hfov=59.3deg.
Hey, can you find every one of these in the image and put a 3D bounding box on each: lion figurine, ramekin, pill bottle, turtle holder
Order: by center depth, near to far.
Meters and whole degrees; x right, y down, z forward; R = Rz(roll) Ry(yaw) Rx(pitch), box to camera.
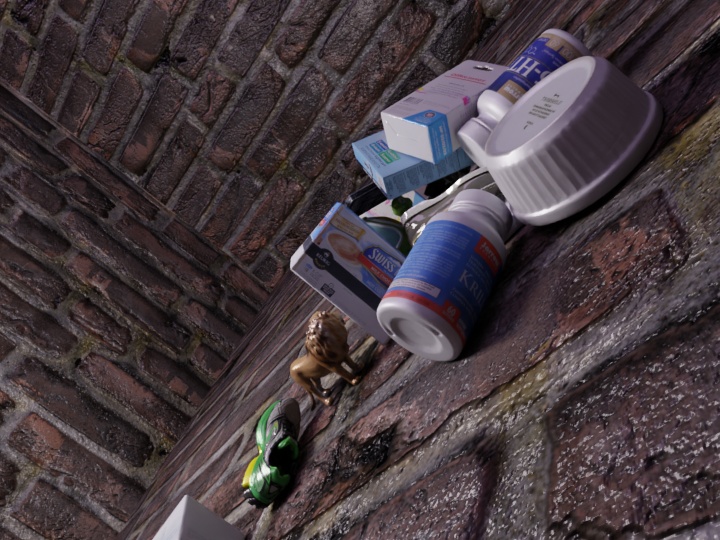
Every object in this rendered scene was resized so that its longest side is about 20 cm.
[{"bbox_3d":[0.234,-0.156,0.737,0.202,0.094,0.203,-44,16,16],"label":"ramekin"},{"bbox_3d":[0.111,-0.001,0.772,0.201,0.112,0.112,-58,11,-25],"label":"pill bottle"},{"bbox_3d":[0.242,-0.240,0.928,0.200,0.120,0.120,-45,10,1],"label":"pill bottle"},{"bbox_3d":[-0.071,0.155,1.052,0.200,0.122,0.073,-47,11,34],"label":"lion figurine"},{"bbox_3d":[0.047,-0.046,1.191,0.186,0.131,0.141,-50,9,13],"label":"turtle holder"}]

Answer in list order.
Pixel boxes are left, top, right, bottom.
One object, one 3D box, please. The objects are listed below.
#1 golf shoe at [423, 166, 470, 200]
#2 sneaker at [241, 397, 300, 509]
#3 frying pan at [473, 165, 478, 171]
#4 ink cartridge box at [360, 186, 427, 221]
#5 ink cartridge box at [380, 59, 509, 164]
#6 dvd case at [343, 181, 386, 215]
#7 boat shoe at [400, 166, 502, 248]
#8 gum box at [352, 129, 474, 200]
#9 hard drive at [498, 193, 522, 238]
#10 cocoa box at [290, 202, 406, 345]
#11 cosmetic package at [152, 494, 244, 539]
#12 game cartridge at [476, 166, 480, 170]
[{"bbox_3d":[0.159,-0.183,1.163,0.095,0.077,0.200,-60,-6,-3],"label":"golf shoe"},{"bbox_3d":[-0.123,0.284,1.024,0.085,0.078,0.201,-39,23,27],"label":"sneaker"},{"bbox_3d":[0.229,-0.212,1.125,0.114,0.031,0.191,-10,-35,-49],"label":"frying pan"},{"bbox_3d":[0.068,-0.122,1.384,0.200,0.128,0.126,-48,10,29],"label":"ink cartridge box"},{"bbox_3d":[0.145,-0.257,1.008,0.199,0.068,0.115,-36,40,-21],"label":"ink cartridge box"},{"bbox_3d":[0.048,-0.151,1.147,0.199,0.016,0.149,-31,-6,-18],"label":"dvd case"},{"bbox_3d":[0.148,-0.091,0.923,0.201,0.072,0.061,-29,66,34],"label":"boat shoe"},{"bbox_3d":[0.104,-0.206,1.059,0.198,0.045,0.170,-23,34,-6],"label":"gum box"},{"bbox_3d":[0.180,-0.057,0.912,0.200,0.026,0.132,-48,10,27],"label":"hard drive"},{"bbox_3d":[0.000,0.000,1.037,0.132,0.199,0.133,-50,8,3],"label":"cocoa box"},{"bbox_3d":[-0.263,0.457,0.878,0.200,0.122,0.200,-54,8,-8],"label":"cosmetic package"},{"bbox_3d":[0.188,-0.130,1.034,0.200,0.041,0.133,-47,8,-3],"label":"game cartridge"}]
